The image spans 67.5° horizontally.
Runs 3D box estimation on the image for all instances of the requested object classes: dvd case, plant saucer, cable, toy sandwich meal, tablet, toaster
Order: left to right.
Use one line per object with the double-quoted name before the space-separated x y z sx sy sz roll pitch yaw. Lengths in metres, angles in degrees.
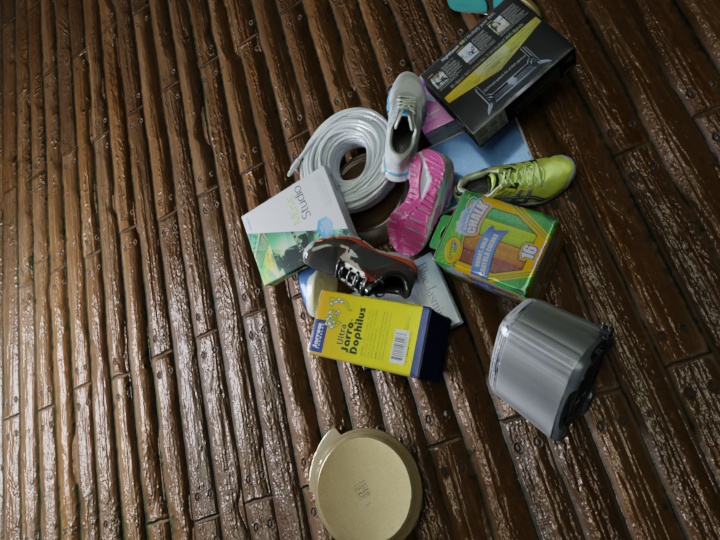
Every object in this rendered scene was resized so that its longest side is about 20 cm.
"cable" -0.017 -0.201 1.004 0.199 0.069 0.201 33 91 28
"toy sandwich meal" 0.009 0.352 0.878 0.203 0.070 0.207 -6 74 20
"plant saucer" 0.016 -0.144 1.028 0.199 0.032 0.202 -7 72 23
"dvd case" 0.069 0.072 0.949 0.199 0.018 0.144 -28 65 16
"tablet" 0.198 -0.188 0.956 0.199 0.014 0.131 -23 74 20
"toaster" 0.261 0.129 0.752 0.129 0.201 0.113 31 49 34

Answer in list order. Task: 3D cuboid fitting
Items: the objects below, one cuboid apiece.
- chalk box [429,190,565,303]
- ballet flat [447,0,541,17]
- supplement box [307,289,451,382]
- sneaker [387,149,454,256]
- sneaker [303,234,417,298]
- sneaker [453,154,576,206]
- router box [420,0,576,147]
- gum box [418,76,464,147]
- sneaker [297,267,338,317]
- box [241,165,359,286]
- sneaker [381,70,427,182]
"chalk box" 0.202 -0.039 0.854 0.199 0.124 0.125 22 86 29
"ballet flat" 0.253 -0.503 0.993 0.199 0.069 0.063 31 77 28
"supplement box" 0.032 0.107 0.885 0.198 0.109 0.111 8 80 27
"sneaker" 0.115 -0.114 0.933 0.081 0.088 0.201 36 123 23
"sneaker" 0.000 0.000 0.897 0.198 0.077 0.082 10 43 -4
"sneaker" 0.248 -0.140 0.879 0.198 0.076 0.076 -14 83 20
"router box" 0.223 -0.329 0.888 0.200 0.052 0.158 -39 64 11
"gum box" 0.187 -0.316 0.970 0.199 0.066 0.114 -22 68 18
"sneaker" -0.107 -0.012 1.029 0.111 0.076 0.202 -4 86 37
"box" -0.113 -0.077 0.971 0.199 0.036 0.145 -28 75 23
"sneaker" 0.078 -0.256 0.908 0.074 0.087 0.202 5 74 2
